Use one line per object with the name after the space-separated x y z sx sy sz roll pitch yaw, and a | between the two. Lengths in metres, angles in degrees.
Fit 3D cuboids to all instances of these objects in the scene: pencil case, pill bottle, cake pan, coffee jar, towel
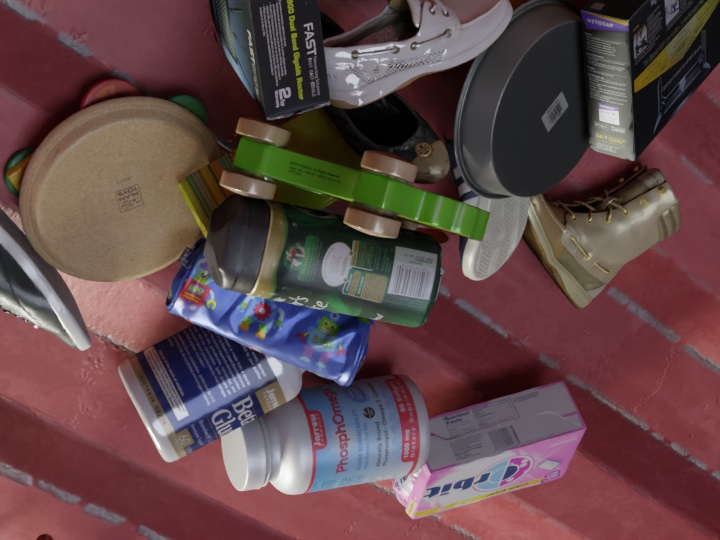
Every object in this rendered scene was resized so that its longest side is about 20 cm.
-0.082 0.034 1.701 0.200 0.078 0.087 24 95 -9 | pencil case
-0.126 0.095 1.782 0.200 0.111 0.111 -28 131 -6 | pill bottle
-0.037 0.172 1.883 0.199 0.109 0.109 -7 126 -23 | pill bottle
0.166 -0.155 1.700 0.200 0.037 0.201 -29 132 -37 | cake pan
-0.036 -0.009 1.600 0.199 0.104 0.086 12 95 -15 | coffee jar
-0.060 -0.089 1.656 0.200 0.018 0.086 -29 89 -10 | towel

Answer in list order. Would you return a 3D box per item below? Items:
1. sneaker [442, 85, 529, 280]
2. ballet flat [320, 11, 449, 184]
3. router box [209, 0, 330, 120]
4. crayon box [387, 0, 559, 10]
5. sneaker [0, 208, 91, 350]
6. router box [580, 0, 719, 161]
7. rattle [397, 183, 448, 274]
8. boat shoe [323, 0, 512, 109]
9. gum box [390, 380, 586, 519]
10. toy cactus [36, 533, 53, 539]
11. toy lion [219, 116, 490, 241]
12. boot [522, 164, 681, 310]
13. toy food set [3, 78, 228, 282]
0.116 -0.091 1.784 0.075 0.084 0.201 -15 123 -43 | sneaker
0.003 -0.152 1.628 0.066 0.200 0.057 -41 169 -25 | ballet flat
-0.086 -0.249 1.533 0.062 0.150 0.200 -18 128 -13 | router box
0.127 -0.320 1.648 0.172 0.058 0.200 11 118 -32 | crayon box
-0.332 0.019 1.659 0.099 0.071 0.200 -35 125 2 | sneaker
0.282 -0.225 1.733 0.200 0.052 0.158 -46 141 -37 | router box
-0.005 -0.052 1.770 0.143 0.130 0.200 -25 158 5 | rattle
0.050 -0.212 1.588 0.200 0.071 0.069 -31 130 -24 | boat shoe
0.134 0.198 1.990 0.199 0.066 0.114 -13 149 -18 | gum box
-0.337 0.345 1.886 0.165 0.102 0.200 -9 126 -44 | toy cactus
0.006 -0.068 1.582 0.192 0.200 0.069 13 94 -65 | toy lion
0.242 -0.063 1.878 0.155 0.073 0.200 -37 133 2 | boot
-0.215 -0.079 1.657 0.200 0.049 0.198 -33 131 -1 | toy food set
